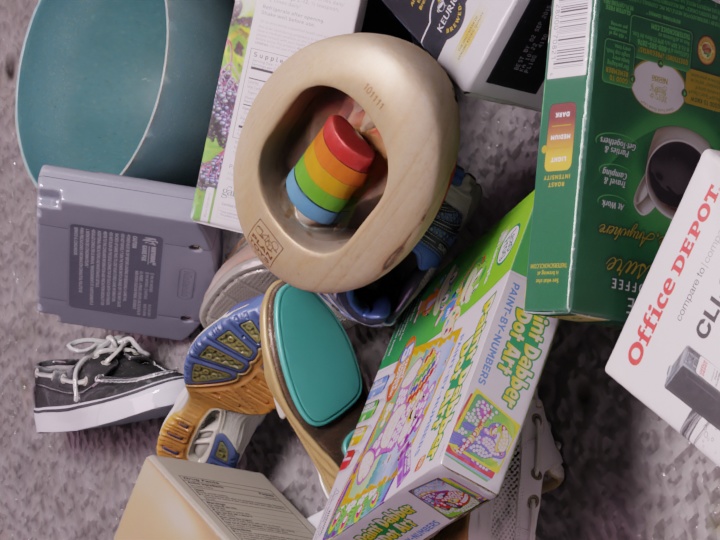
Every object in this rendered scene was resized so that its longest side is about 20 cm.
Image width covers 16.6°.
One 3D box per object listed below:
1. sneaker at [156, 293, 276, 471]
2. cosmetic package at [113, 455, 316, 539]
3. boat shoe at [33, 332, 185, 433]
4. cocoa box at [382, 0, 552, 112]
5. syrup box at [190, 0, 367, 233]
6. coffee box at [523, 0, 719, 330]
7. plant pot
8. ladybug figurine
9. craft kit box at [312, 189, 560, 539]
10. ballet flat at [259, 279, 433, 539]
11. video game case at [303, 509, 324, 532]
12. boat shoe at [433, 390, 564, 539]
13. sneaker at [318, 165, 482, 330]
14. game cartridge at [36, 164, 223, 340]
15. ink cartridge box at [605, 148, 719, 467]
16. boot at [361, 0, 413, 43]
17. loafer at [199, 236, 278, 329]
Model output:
[{"bbox_3d":[-0.081,0.064,1.700,0.200,0.075,0.088,-53,6,46],"label":"sneaker"},{"bbox_3d":[-0.070,0.205,1.628,0.200,0.105,0.071,41,111,50],"label":"cosmetic package"},{"bbox_3d":[-0.188,0.082,1.863,0.199,0.073,0.068,-12,87,59],"label":"boat shoe"},{"bbox_3d":[0.124,-0.211,1.489,0.131,0.133,0.200,52,122,44],"label":"cocoa box"},{"bbox_3d":[-0.047,-0.126,1.574,0.079,0.081,0.201,-75,-2,-67],"label":"syrup box"},{"bbox_3d":[0.157,-0.065,1.426,0.044,0.123,0.201,-2,82,50],"label":"coffee box"},{"bbox_3d":[-0.144,-0.135,1.807,0.200,0.134,0.201,-15,70,48],"label":"plant pot"},{"bbox_3d":[-0.004,-0.067,1.491,0.136,0.072,0.200,52,134,9],"label":"ladybug figurine"},{"bbox_3d":[0.053,0.072,1.482,0.197,0.048,0.200,-39,25,56],"label":"craft kit box"},{"bbox_3d":[-0.022,0.102,1.600,0.063,0.069,0.200,-25,93,52],"label":"ballet flat"},{"bbox_3d":[-0.051,0.282,1.686,0.182,0.023,0.201,-33,58,43],"label":"video game case"},{"bbox_3d":[0.091,0.118,1.514,0.071,0.069,0.200,131,155,-55],"label":"boat shoe"},{"bbox_3d":[0.000,0.000,1.603,0.200,0.077,0.085,-46,17,53],"label":"sneaker"},{"bbox_3d":[-0.165,-0.011,1.767,0.200,0.133,0.041,106,176,-63],"label":"game cartridge"},{"bbox_3d":[0.241,0.043,1.324,0.200,0.084,0.145,42,115,48],"label":"ink cartridge box"},{"bbox_3d":[0.013,-0.195,1.657,0.076,0.200,0.169,22,134,59],"label":"boot"},{"bbox_3d":[-0.037,-0.020,1.711,0.200,0.072,0.063,-38,33,37],"label":"loafer"}]
